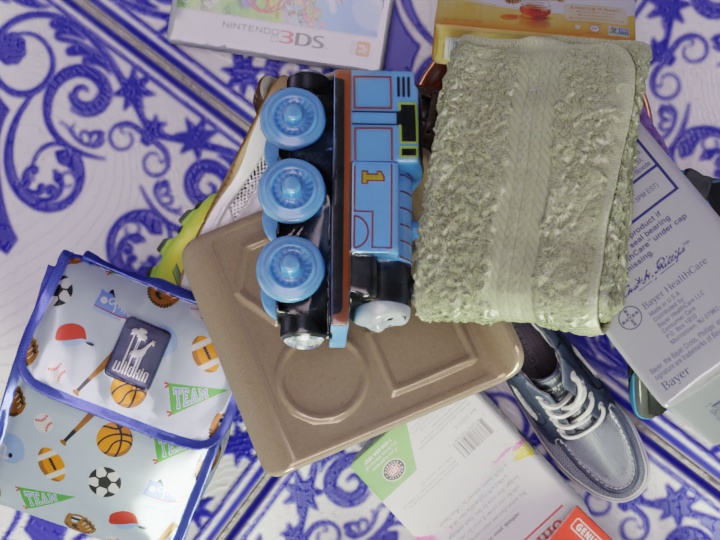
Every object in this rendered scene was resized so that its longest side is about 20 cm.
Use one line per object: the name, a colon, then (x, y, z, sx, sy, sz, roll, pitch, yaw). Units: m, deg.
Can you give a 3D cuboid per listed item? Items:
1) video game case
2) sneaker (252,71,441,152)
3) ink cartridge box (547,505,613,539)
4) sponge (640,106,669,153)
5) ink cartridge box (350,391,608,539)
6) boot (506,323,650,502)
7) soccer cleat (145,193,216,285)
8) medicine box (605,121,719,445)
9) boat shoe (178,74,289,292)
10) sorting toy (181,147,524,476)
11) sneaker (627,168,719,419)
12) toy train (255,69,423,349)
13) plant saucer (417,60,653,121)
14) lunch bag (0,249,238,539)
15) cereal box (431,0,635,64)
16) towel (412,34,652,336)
video game case: (-0.055, -0.272, 1.103, 0.181, 0.022, 0.201, 10, 93, 5)
sneaker: (0.011, -0.116, 1.040, 0.199, 0.076, 0.071, 3, 72, 16)
ink cartridge box: (0.180, 0.309, 1.022, 0.200, 0.044, 0.174, 44, 83, -16)
sponge: (0.130, -0.072, 1.031, 0.200, 0.030, 0.112, -38, 124, 5)
ink cartridge box: (0.102, 0.187, 1.082, 0.117, 0.067, 0.200, -42, 87, 4)
boot: (0.159, 0.105, 1.062, 0.073, 0.090, 0.200, -39, 88, 5)
soccer cleat: (-0.141, 0.035, 1.102, 0.083, 0.065, 0.201, 26, 98, 4)
medicine box: (0.211, 0.004, 0.935, 0.103, 0.182, 0.200, -38, 64, 11)
boat shoe: (-0.076, -0.044, 1.019, 0.069, 0.071, 0.201, 27, 107, -5)
sorting toy: (-0.008, 0.028, 0.964, 0.199, 0.036, 0.186, -23, 72, -2)
sneaker: (0.262, 0.024, 1.059, 0.082, 0.073, 0.201, 15, 93, 5)
toy train: (-0.012, -0.044, 0.925, 0.114, 0.087, 0.201, 0, 73, -1)
plant saucer: (0.134, -0.104, 1.087, 0.199, 0.032, 0.201, 0, 93, 4)
lunch bag: (-0.178, 0.099, 1.015, 0.169, 0.124, 0.201, 22, 109, -5)
cereal box: (0.133, -0.222, 1.015, 0.143, 0.200, 0.040, 5, 135, 4)
towel: (0.108, -0.060, 0.876, 0.148, 0.036, 0.201, 3, 77, 27)
